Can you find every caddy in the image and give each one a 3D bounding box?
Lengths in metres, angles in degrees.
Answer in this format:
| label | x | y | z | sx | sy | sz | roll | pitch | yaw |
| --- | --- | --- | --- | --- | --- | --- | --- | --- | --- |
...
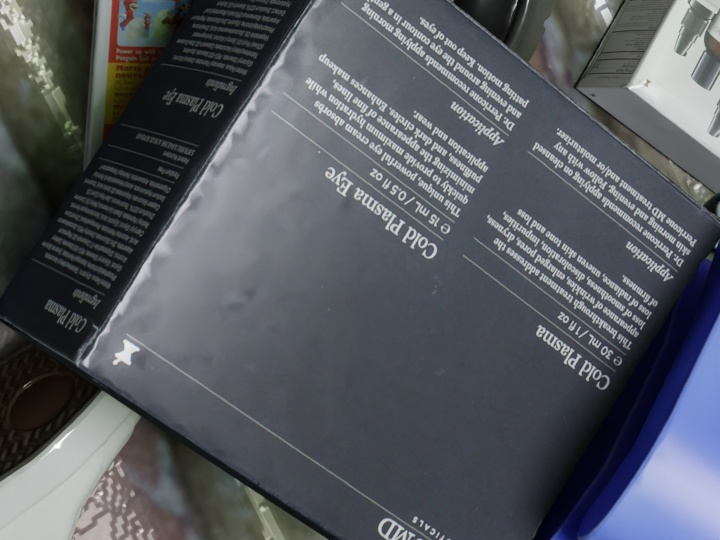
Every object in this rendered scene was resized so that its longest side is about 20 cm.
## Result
| label | x | y | z | sx | sy | sz | roll | pitch | yaw |
| --- | --- | --- | --- | --- | --- | --- | --- | --- | --- |
| caddy | 0.146 | 0.072 | 0.913 | 0.105 | 0.141 | 0.201 | 33 | 64 | -6 |

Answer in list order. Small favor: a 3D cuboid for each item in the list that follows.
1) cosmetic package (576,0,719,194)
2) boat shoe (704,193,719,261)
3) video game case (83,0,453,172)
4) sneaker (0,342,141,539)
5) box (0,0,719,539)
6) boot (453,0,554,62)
| label | x | y | z | sx | sy | sz | roll | pitch | yaw |
| --- | --- | --- | --- | --- | --- | --- | --- | --- | --- |
| cosmetic package | 0.200 | -0.063 | 1.089 | 0.200 | 0.051 | 0.083 | 34 | 82 | -24 |
| boat shoe | 0.150 | -0.002 | 1.035 | 0.200 | 0.070 | 0.072 | 23 | 86 | -8 |
| video game case | -0.037 | -0.076 | 0.947 | 0.142 | 0.017 | 0.201 | 1 | 114 | -14 |
| sneaker | -0.142 | 0.105 | 0.945 | 0.200 | 0.073 | 0.085 | -47 | 128 | -11 |
| box | 0.000 | 0.000 | 0.895 | 0.200 | 0.104 | 0.183 | 37 | 81 | -26 |
| boot | -0.007 | -0.178 | 0.965 | 0.157 | 0.079 | 0.213 | -5 | 91 | -28 |
